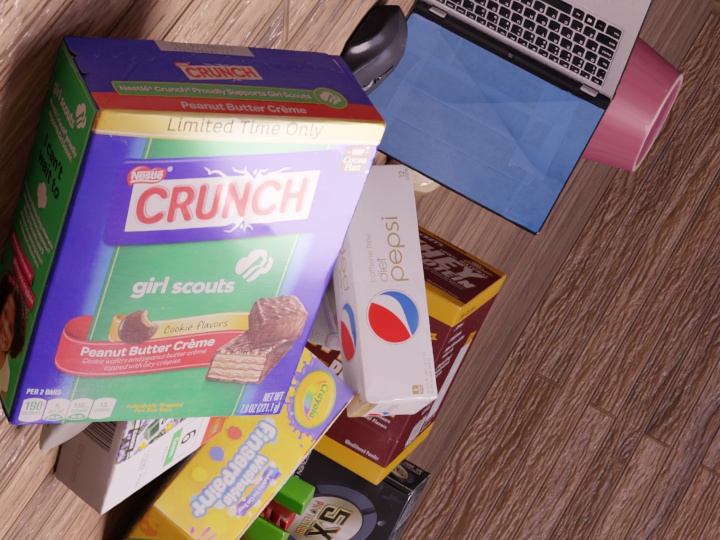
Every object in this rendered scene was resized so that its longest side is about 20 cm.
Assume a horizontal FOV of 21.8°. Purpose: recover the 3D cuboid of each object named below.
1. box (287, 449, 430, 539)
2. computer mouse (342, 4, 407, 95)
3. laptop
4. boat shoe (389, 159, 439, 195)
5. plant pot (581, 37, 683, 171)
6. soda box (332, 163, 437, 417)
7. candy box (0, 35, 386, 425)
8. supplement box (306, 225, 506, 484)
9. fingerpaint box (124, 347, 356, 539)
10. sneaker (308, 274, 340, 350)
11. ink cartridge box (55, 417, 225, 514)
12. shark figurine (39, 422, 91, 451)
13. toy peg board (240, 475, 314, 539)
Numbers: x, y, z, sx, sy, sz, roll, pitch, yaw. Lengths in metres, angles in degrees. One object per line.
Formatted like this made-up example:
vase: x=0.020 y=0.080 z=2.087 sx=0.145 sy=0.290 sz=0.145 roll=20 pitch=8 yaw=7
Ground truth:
box: x=-0.048 y=0.263 z=1.911 sx=0.201 sy=0.163 sz=0.086 roll=-63 pitch=170 yaw=12
computer mouse: x=-0.015 y=-0.125 z=1.442 sx=0.201 sy=0.034 sz=0.059 roll=-58 pitch=170 yaw=-19
laptop: x=0.110 y=-0.171 z=1.503 sx=0.116 sy=0.186 sz=0.201 roll=-53 pitch=166 yaw=-40
boat shoe: x=0.099 y=-0.159 z=1.795 sx=0.201 sy=0.071 sz=0.065 roll=-55 pitch=168 yaw=-27
plant pot: x=0.271 y=-0.213 z=2.185 sx=0.201 sy=0.178 sz=0.200 roll=-57 pitch=168 yaw=-19
soda box: x=0.015 y=0.017 z=1.549 sx=0.068 sy=0.063 sz=0.202 roll=134 pitch=-49 yaw=-69
candy box: x=-0.097 y=-0.018 z=0.994 sx=0.168 sy=0.077 sz=0.201 roll=0 pitch=125 yaw=-31
supplement box: x=0.028 y=0.074 z=1.875 sx=0.201 sy=0.132 sz=0.197 roll=-65 pitch=169 yaw=16
fingerpaint box: x=-0.110 y=0.174 z=1.518 sx=0.200 sy=0.073 sz=0.167 roll=-49 pitch=179 yaw=-36
sneaker: x=0.000 y=0.000 z=1.678 sx=0.201 sy=0.088 sz=0.082 roll=-56 pitch=168 yaw=-29
ink cartridge box: x=-0.122 y=0.077 z=1.311 sx=0.200 sy=0.050 sz=0.110 roll=-32 pitch=150 yaw=-48
shark figurine: x=-0.123 y=0.013 z=1.146 sx=0.128 sy=0.089 sz=0.216 roll=-49 pitch=165 yaw=-55
toy peg board: x=-0.131 y=0.273 z=1.722 sx=0.200 sy=0.097 sz=0.200 roll=-53 pitch=166 yaw=-37
